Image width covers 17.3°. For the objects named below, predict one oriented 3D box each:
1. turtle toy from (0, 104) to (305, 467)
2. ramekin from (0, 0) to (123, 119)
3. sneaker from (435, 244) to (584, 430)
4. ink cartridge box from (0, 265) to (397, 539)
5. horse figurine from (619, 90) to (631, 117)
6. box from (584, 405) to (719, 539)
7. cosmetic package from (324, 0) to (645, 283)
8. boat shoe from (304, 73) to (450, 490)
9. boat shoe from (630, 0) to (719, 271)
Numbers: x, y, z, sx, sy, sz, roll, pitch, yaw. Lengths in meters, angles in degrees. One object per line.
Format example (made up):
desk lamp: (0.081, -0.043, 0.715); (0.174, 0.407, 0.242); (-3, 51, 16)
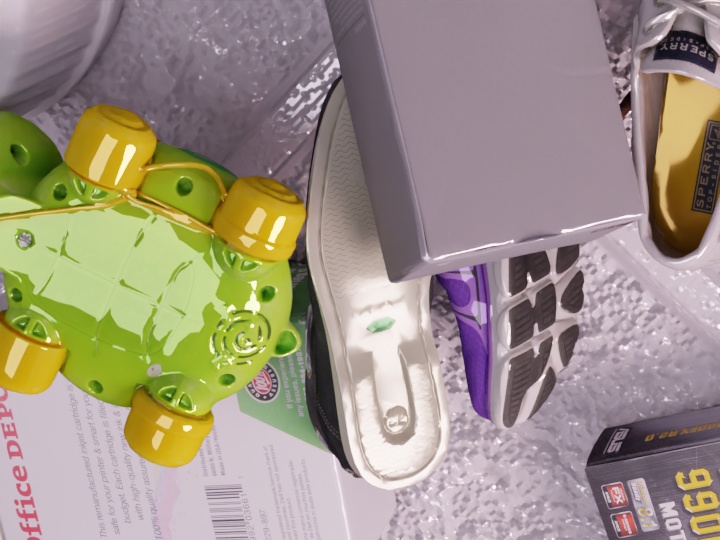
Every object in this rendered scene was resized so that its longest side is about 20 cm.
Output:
turtle toy: (-0.117, -0.010, 1.107); (0.200, 0.101, 0.146); (26, 106, 1)
ramekin: (-0.227, -0.151, 1.164); (0.200, 0.105, 0.200); (7, 114, 17)
sneaker: (0.054, -0.022, 1.152); (0.083, 0.081, 0.200); (-4, 101, 35)
ink cartridge box: (-0.095, 0.080, 1.226); (0.200, 0.088, 0.146); (-5, 109, 19)
horse figurine: (0.193, -0.076, 1.075); (0.200, 0.050, 0.133); (28, 101, 15)
box: (0.218, 0.161, 1.175); (0.158, 0.048, 0.200); (-12, 108, 24)
cosmetic package: (0.047, -0.102, 1.046); (0.107, 0.090, 0.200); (-10, 87, -12)
boat shoe: (0.000, 0.000, 1.114); (0.072, 0.068, 0.200); (-7, 103, -20)
boat shoe: (0.149, -0.097, 1.026); (0.071, 0.070, 0.200); (11, 101, 22)
